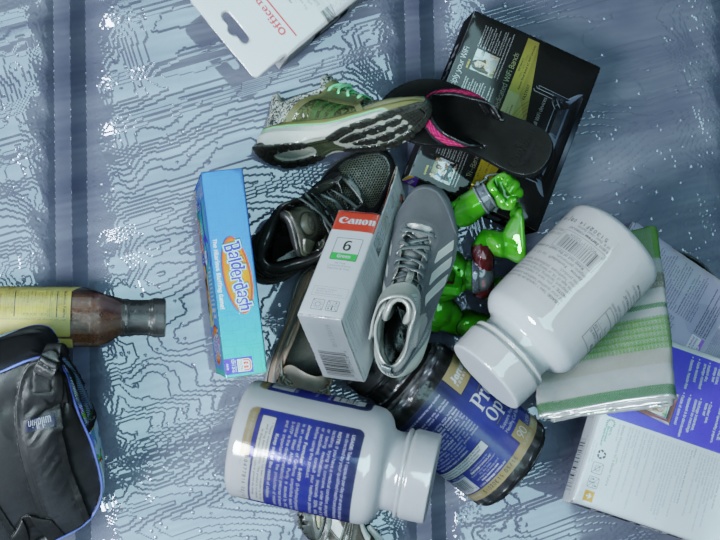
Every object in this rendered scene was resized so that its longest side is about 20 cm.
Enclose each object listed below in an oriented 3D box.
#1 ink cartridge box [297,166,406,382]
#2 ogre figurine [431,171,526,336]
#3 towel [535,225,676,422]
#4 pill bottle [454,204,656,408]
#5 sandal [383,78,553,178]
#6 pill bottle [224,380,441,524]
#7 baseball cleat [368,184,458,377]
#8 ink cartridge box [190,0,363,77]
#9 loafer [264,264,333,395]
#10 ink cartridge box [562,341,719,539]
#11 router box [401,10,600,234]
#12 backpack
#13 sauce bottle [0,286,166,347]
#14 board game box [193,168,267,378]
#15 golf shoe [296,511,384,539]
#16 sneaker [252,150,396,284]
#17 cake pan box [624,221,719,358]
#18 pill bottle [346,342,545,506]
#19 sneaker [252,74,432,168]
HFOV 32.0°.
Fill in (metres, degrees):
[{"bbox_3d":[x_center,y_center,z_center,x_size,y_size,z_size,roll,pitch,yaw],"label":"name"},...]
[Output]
[{"bbox_3d":[0.000,0.000,1.278,0.050,0.109,0.201,6,54,19],"label":"ink cartridge box"},{"bbox_3d":[0.116,-0.004,1.340,0.119,0.200,0.098,-5,46,0],"label":"ogre figurine"},{"bbox_3d":[0.257,0.058,1.338,0.149,0.031,0.201,-11,62,24],"label":"towel"},{"bbox_3d":[0.194,0.039,1.273,0.200,0.114,0.114,-44,95,-11],"label":"pill bottle"},{"bbox_3d":[0.107,-0.156,1.304,0.199,0.045,0.075,23,84,27],"label":"sandal"},{"bbox_3d":[-0.025,0.186,1.251,0.199,0.120,0.120,12,85,7],"label":"pill bottle"},{"bbox_3d":[0.054,0.006,1.236,0.069,0.106,0.201,7,81,8],"label":"baseball cleat"},{"bbox_3d":[-0.076,-0.302,1.343,0.200,0.067,0.116,-41,95,-10],"label":"ink cartridge box"},{"bbox_3d":[-0.057,0.092,1.324,0.072,0.063,0.201,11,89,-11],"label":"loafer"},{"bbox_3d":[0.340,0.184,1.353,0.199,0.043,0.199,19,83,-5],"label":"ink cartridge box"},{"bbox_3d":[0.154,-0.161,1.383,0.157,0.052,0.201,23,84,-7],"label":"router box"},{"bbox_3d":[-0.344,0.165,1.223,0.182,0.147,0.201,-20,114,-9],"label":"backpack"},{"bbox_3d":[-0.300,0.049,1.288,0.199,0.066,0.066,2,87,-11],"label":"sauce bottle"},{"bbox_3d":[-0.134,0.006,1.275,0.045,0.152,0.201,-6,89,-10],"label":"board game box"},{"bbox_3d":[-0.018,0.310,1.318,0.094,0.078,0.201,1,88,-10],"label":"golf shoe"},{"bbox_3d":[-0.034,-0.060,1.316,0.199,0.114,0.076,-37,95,-12],"label":"sneaker"},{"bbox_3d":[0.327,0.070,1.404,0.184,0.052,0.200,31,83,-9],"label":"cake pan box"},{"bbox_3d":[0.087,0.148,1.326,0.200,0.112,0.112,39,82,-6],"label":"pill bottle"},{"bbox_3d":[-0.022,-0.171,1.314,0.199,0.077,0.089,-9,71,21],"label":"sneaker"}]
